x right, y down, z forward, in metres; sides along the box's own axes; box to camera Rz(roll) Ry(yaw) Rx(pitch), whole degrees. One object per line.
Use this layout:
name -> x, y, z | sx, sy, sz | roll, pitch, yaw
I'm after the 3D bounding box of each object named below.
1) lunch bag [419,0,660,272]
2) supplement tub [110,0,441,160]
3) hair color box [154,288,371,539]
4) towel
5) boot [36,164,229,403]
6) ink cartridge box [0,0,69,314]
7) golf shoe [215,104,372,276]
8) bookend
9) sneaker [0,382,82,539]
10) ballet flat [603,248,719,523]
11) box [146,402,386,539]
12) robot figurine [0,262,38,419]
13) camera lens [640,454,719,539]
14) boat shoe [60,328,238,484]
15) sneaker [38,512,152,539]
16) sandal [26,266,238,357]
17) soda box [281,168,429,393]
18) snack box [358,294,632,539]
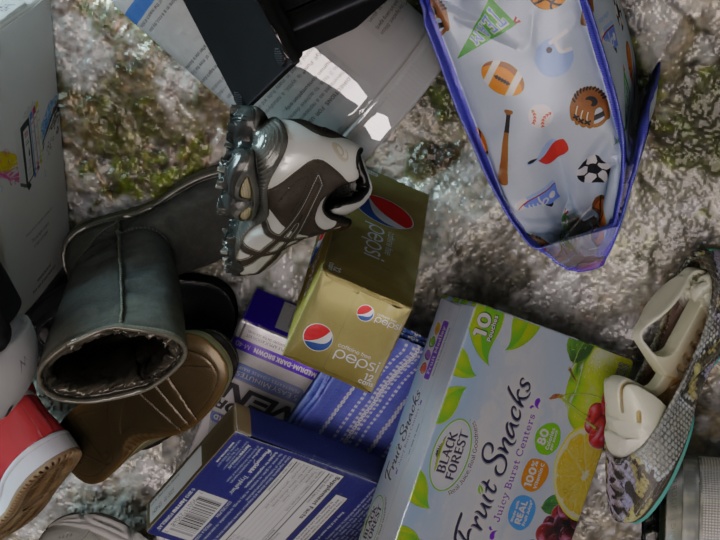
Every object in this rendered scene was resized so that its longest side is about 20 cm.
lunch bag -> 0.126, -0.117, 1.181 | 0.123, 0.170, 0.201 | -14, 107, 16
supplement tub -> -0.054, -0.165, 1.211 | 0.200, 0.132, 0.132 | 42, 111, -8
hair color box -> -0.067, 0.128, 1.363 | 0.109, 0.065, 0.201 | 22, 114, -1
towel -> 0.041, 0.123, 1.321 | 0.199, 0.024, 0.145 | 26, 110, -26
boot -> -0.130, 0.005, 1.240 | 0.181, 0.200, 0.073 | -24, 108, 1
ink cartridge box -> -0.295, -0.080, 1.273 | 0.146, 0.145, 0.201 | 1, 112, 9
golf shoe -> -0.041, -0.040, 1.164 | 0.094, 0.200, 0.078 | 5, 77, -1
bookend -> -0.024, -0.233, 1.116 | 0.198, 0.092, 0.201 | -26, 88, -25
sneaker -> -0.284, 0.136, 1.391 | 0.113, 0.071, 0.200 | 55, 137, 10
ballet flat -> 0.204, 0.072, 1.265 | 0.072, 0.072, 0.201 | 28, 86, -3
box -> -0.036, 0.170, 1.305 | 0.199, 0.033, 0.121 | 24, 126, -26
robot figurine -> -0.288, 0.015, 1.162 | 0.124, 0.150, 0.201 | -27, 107, 1
camera lens -> 0.295, 0.214, 1.287 | 0.198, 0.160, 0.161 | 3, 112, 7
boat shoe -> -0.149, 0.087, 1.332 | 0.200, 0.065, 0.073 | -32, 95, 41
sneaker -> -0.168, 0.251, 1.363 | 0.199, 0.092, 0.076 | 21, 144, 24
sandal -> -0.191, 0.032, 1.352 | 0.199, 0.048, 0.076 | -2, 111, 9
soda box -> 0.000, 0.000, 1.227 | 0.064, 0.200, 0.068 | 23, 113, -5
snack box -> 0.091, 0.133, 1.278 | 0.142, 0.053, 0.201 | 19, 89, -27
